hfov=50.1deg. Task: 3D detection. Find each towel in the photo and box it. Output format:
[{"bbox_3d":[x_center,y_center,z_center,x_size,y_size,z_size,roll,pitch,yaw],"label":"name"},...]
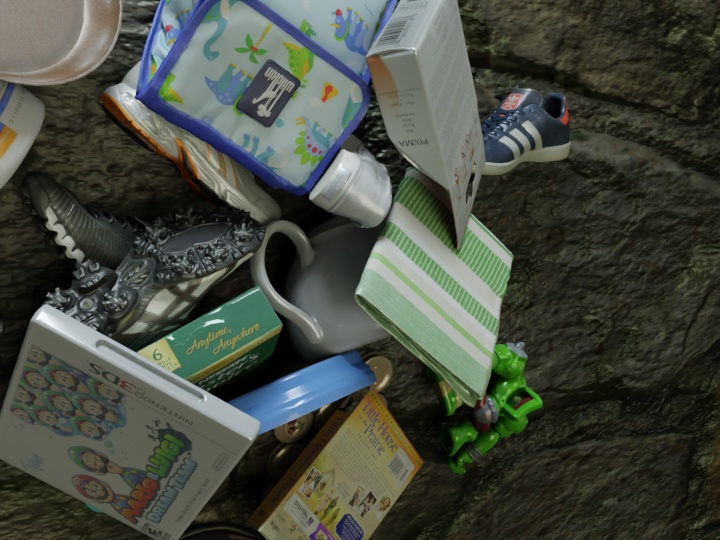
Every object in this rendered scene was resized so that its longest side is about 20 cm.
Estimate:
[{"bbox_3d":[0.073,0.005,0.693,0.153,0.023,0.200,42,41,-18],"label":"towel"}]

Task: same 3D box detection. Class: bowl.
[{"bbox_3d":[-0.083,0.130,0.750,0.200,0.201,0.039,-21,83,-25],"label":"bowl"}]

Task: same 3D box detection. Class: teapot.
[{"bbox_3d":[0.000,0.000,0.777,0.197,0.200,0.146,-19,85,-3],"label":"teapot"}]

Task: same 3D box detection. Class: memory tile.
[{"bbox_3d":[-0.037,0.195,0.907,0.153,0.017,0.200,-2,108,-32],"label":"memory tile"}]

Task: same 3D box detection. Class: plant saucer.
[{"bbox_3d":[-0.265,-0.221,0.547,0.200,0.032,0.200,23,59,-45],"label":"plant saucer"}]

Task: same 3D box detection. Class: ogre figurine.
[{"bbox_3d":[0.156,0.166,0.972,0.120,0.098,0.200,-18,105,-14],"label":"ogre figurine"}]

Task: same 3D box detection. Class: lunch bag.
[{"bbox_3d":[-0.080,-0.186,0.648,0.170,0.127,0.200,29,73,-35],"label":"lunch bag"}]

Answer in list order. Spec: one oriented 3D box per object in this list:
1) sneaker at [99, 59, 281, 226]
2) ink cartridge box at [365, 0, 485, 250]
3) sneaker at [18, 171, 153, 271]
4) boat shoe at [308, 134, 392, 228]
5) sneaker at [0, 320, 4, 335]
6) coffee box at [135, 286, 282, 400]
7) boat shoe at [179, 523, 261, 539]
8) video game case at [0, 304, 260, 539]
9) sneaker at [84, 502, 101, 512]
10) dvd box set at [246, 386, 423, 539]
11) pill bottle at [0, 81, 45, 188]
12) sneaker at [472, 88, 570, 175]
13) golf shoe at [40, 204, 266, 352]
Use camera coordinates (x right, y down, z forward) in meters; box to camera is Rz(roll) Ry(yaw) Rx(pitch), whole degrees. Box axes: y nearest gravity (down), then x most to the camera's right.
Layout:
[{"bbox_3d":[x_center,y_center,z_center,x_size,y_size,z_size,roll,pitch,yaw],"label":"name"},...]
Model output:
[{"bbox_3d":[-0.130,-0.119,0.700,0.092,0.076,0.200,-54,127,-10],"label":"sneaker"},{"bbox_3d":[0.069,-0.145,0.711,0.162,0.050,0.200,-67,150,-46],"label":"ink cartridge box"},{"bbox_3d":[-0.214,-0.022,0.687,0.090,0.066,0.200,-43,128,-16],"label":"sneaker"},{"bbox_3d":[-0.002,-0.081,0.716,0.068,0.200,0.072,36,95,-9],"label":"boat shoe"},{"bbox_3d":[-0.390,0.091,0.620,0.200,0.074,0.080,-47,111,-15],"label":"sneaker"},{"bbox_3d":[-0.140,0.089,0.705,0.123,0.200,0.044,-28,78,-21],"label":"coffee box"},{"bbox_3d":[-0.131,0.334,0.861,0.200,0.073,0.075,12,100,-35],"label":"boat shoe"},{"bbox_3d":[-0.198,0.135,0.620,0.182,0.024,0.200,30,130,-8],"label":"video game case"},{"bbox_3d":[-0.248,0.129,0.709,0.077,0.080,0.200,-14,114,-28],"label":"sneaker"},{"bbox_3d":[-0.022,0.249,0.877,0.200,0.029,0.146,-49,126,-25],"label":"dvd box set"},{"bbox_3d":[-0.338,-0.134,0.536,0.200,0.112,0.112,39,84,-36],"label":"pill bottle"},{"bbox_3d":[0.163,-0.161,0.873,0.200,0.075,0.085,-18,118,-37],"label":"sneaker"},{"bbox_3d":[-0.169,0.016,0.659,0.200,0.078,0.095,-30,148,-23],"label":"golf shoe"}]
